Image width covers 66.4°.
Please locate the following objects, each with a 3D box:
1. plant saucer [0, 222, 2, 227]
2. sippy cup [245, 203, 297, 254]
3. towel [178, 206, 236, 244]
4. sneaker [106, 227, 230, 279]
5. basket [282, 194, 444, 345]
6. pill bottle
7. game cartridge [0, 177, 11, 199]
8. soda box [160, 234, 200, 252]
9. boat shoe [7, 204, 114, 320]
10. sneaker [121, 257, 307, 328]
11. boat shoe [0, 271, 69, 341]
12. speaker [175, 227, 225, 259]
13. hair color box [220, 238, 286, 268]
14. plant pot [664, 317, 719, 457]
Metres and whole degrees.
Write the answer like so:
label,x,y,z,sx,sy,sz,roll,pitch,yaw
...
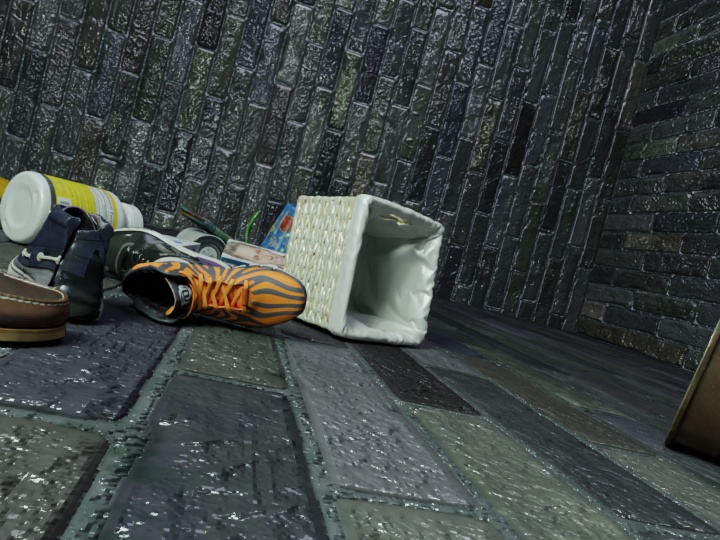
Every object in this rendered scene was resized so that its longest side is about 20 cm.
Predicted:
label,x,y,z,sx,sy,sz,roll,pitch,yaw
plant saucer,-0.682,-0.106,1.000,0.198,0.031,0.200,15,1,0
sippy cup,-0.130,-0.058,1.106,0.177,0.131,0.139,19,11,-47
towel,-0.279,-0.064,1.164,0.146,0.022,0.200,24,-13,49
sneaker,-0.270,-0.006,0.726,0.198,0.076,0.088,15,8,-2
basket,0.000,0.000,0.847,0.160,0.202,0.197,9,-3,43
pill bottle,-0.468,-0.087,0.914,0.111,0.112,0.200,16,1,28
game cartridge,-0.575,-0.107,1.036,0.199,0.033,0.176,24,-4,30
soda box,-0.311,-0.020,0.884,0.068,0.064,0.200,14,1,-8
boat shoe,-0.290,-0.019,0.541,0.074,0.093,0.199,13,3,-43
sneaker,-0.162,0.031,0.598,0.198,0.078,0.112,4,5,2
boat shoe,-0.287,0.001,0.348,0.199,0.071,0.070,15,0,-42
speaker,-0.335,-0.043,1.146,0.081,0.082,0.200,14,2,-27
hair color box,-0.153,0.009,0.992,0.198,0.061,0.100,14,18,-11
plant pot,0.462,0.140,0.575,0.197,0.202,0.200,25,7,34
